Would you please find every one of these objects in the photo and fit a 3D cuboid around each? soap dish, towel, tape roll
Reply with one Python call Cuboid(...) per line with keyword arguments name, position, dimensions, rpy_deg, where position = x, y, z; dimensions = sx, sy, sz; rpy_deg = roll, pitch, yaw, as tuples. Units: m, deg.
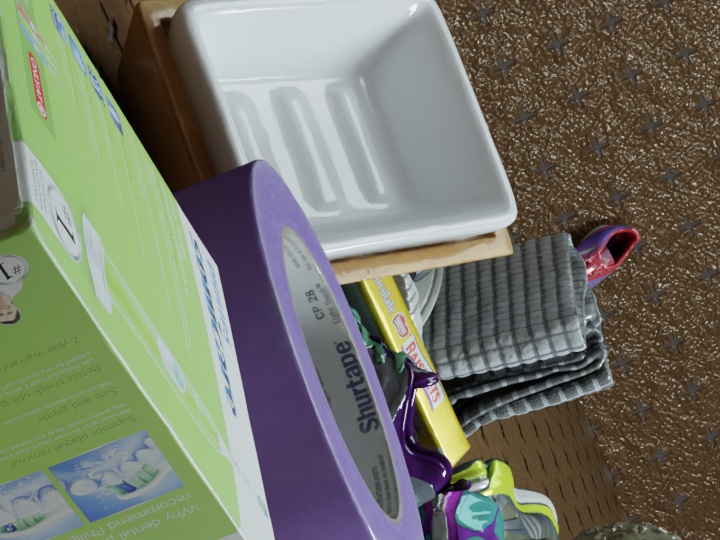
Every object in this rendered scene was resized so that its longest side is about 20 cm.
Cuboid(name="soap dish", position=(-0.024, -0.063, 1.269), dimensions=(0.199, 0.081, 0.158), rpy_deg=(-9, 74, -45))
Cuboid(name="towel", position=(0.096, 0.054, 1.807), dimensions=(0.200, 0.164, 0.086), rpy_deg=(-89, 163, -70))
Cuboid(name="tape roll", position=(-0.045, 0.060, 1.069), dimensions=(0.200, 0.084, 0.201), rpy_deg=(-21, 90, -83))

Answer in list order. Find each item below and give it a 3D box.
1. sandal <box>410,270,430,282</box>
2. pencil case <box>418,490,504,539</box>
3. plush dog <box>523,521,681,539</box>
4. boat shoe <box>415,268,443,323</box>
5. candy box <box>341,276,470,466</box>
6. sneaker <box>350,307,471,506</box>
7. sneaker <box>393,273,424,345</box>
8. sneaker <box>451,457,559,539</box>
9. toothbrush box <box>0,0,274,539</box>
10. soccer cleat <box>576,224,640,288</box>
Cuboid(name="sandal", position=(0.018, -0.009, 1.700), dimensions=(0.200, 0.076, 0.043), rpy_deg=(-57, 143, -56))
Cuboid(name="pencil case", position=(0.051, 0.206, 1.358), dimensions=(0.200, 0.084, 0.093), rpy_deg=(-101, -177, -56))
Cuboid(name="plush dog", position=(0.136, 0.216, 1.600), dimensions=(0.200, 0.171, 0.161), rpy_deg=(-73, 141, -77))
Cuboid(name="boat shoe", position=(0.013, -0.016, 1.789), dimensions=(0.060, 0.073, 0.201), rpy_deg=(116, -24, -45))
Cuboid(name="candy box", position=(-0.012, 0.023, 1.417), dimensions=(0.102, 0.026, 0.201), rpy_deg=(10, -45, 45))
Cuboid(name="sneaker", position=(-0.008, 0.042, 1.364), dimensions=(0.074, 0.087, 0.201), rpy_deg=(-52, 121, -82))
Cuboid(name="sneaker", position=(0.000, 0.000, 1.569), dimensions=(0.200, 0.079, 0.129), rpy_deg=(61, 14, 14))
Cuboid(name="sneaker", position=(0.103, 0.204, 1.845), dimensions=(0.200, 0.073, 0.081), rpy_deg=(39, 37, -61))
Cuboid(name="toothbrush box", position=(-0.105, 0.008, 0.769), dimensions=(0.200, 0.086, 0.146), rpy_deg=(59, 12, -48))
Cuboid(name="soccer cleat", position=(0.325, -0.002, 3.580), dimensions=(0.073, 0.200, 0.068), rpy_deg=(-11, -65, 55))
